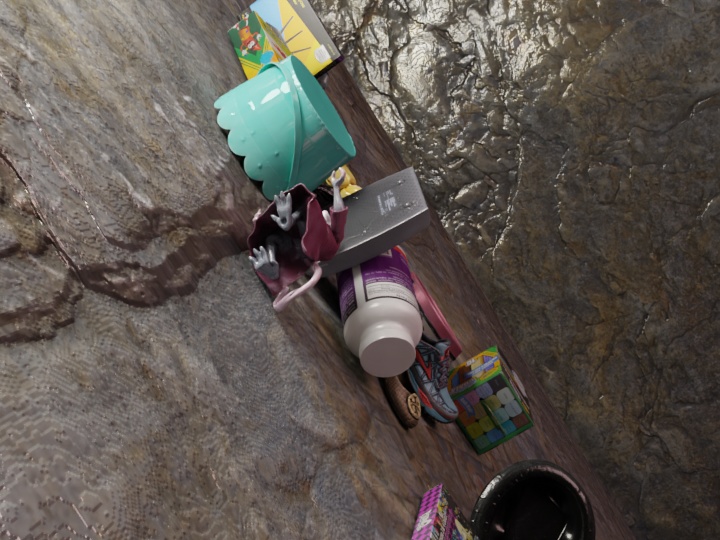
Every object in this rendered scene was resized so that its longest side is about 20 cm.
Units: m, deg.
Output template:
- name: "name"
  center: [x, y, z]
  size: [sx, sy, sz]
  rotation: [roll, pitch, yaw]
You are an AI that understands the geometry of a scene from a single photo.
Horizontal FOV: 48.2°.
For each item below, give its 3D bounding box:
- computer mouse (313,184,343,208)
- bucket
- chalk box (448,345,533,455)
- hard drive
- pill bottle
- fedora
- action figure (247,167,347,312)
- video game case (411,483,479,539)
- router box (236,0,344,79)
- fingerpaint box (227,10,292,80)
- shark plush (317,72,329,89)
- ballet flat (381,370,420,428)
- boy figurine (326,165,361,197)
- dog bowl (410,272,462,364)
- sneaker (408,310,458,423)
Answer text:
- name: "computer mouse"
  center: [-0.047, -0.078, 1.333]
  size: [0.140, 0.046, 0.201]
  rotation: [21, 28, -51]
- name: "bucket"
  center: [-0.109, -0.211, 1.212]
  size: [0.208, 0.134, 0.208]
  rotation: [54, 13, -19]
- name: "chalk box"
  center: [0.241, 0.249, 1.514]
  size: [0.126, 0.123, 0.200]
  rotation: [57, 13, -8]
- name: "hard drive"
  center: [0.004, -0.066, 1.163]
  size: [0.043, 0.198, 0.136]
  rotation: [59, 11, -34]
- name: "pill bottle"
  center: [0.026, 0.052, 1.149]
  size: [0.113, 0.111, 0.201]
  rotation: [48, 21, -36]
- name: "fedora"
  center: [0.228, 0.368, 1.129]
  size: [0.202, 0.199, 0.092]
  rotation: [59, -19, 7]
- name: "action figure"
  center: [-0.057, -0.041, 1.016]
  size: [0.150, 0.133, 0.200]
  rotation: [61, 15, 11]
- name: "video game case"
  center: [0.125, 0.373, 0.960]
  size: [0.183, 0.036, 0.200]
  rotation: [58, 13, 0]
- name: "router box"
  center: [-0.147, -0.492, 1.700]
  size: [0.202, 0.148, 0.051]
  rotation: [58, 12, 2]
- name: "fingerpaint box"
  center: [-0.155, -0.370, 1.553]
  size: [0.200, 0.073, 0.168]
  rotation: [39, 22, -56]
- name: "shark plush"
  center: [-0.121, -0.356, 1.762]
  size: [0.083, 0.090, 0.203]
  rotation: [15, 62, -44]
- name: "ballet flat"
  center: [0.056, 0.140, 1.208]
  size: [0.067, 0.046, 0.202]
  rotation: [46, 22, -51]
- name: "boy figurine"
  center: [-0.045, -0.204, 1.616]
  size: [0.202, 0.064, 0.124]
  rotation: [59, 9, 16]
- name: "dog bowl"
  center: [0.109, 0.091, 1.433]
  size: [0.202, 0.073, 0.200]
  rotation: [57, 5, -7]
- name: "sneaker"
  center: [0.112, 0.153, 1.297]
  size: [0.201, 0.095, 0.079]
  rotation: [57, 13, -6]
